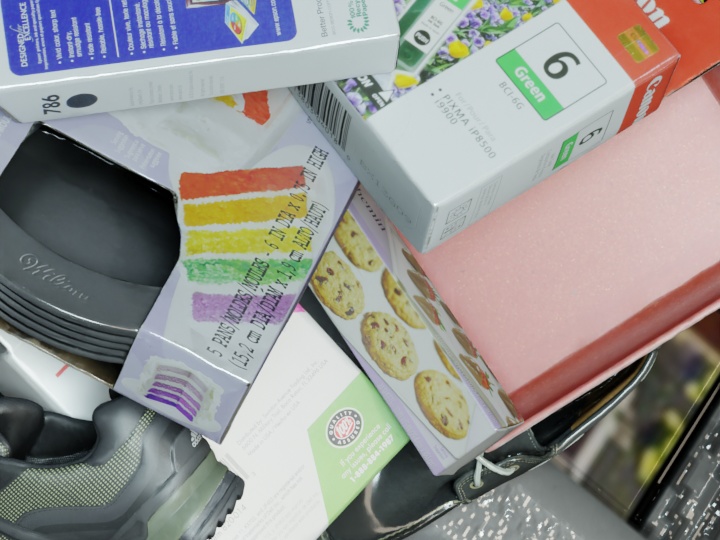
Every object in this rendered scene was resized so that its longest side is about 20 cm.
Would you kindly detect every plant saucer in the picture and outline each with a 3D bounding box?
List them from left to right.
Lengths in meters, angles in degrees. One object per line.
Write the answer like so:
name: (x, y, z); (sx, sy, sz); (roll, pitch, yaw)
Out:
plant saucer: (0.086, -0.050, 1.330); (0.200, 0.037, 0.200); (-33, 86, 9)

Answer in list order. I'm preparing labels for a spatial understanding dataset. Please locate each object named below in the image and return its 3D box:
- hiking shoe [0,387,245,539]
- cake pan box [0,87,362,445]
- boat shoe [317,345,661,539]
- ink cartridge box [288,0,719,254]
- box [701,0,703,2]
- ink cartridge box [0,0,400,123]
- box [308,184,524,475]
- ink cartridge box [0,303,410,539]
hiking shoe: (-0.149, 0.105, 1.235); (0.200, 0.076, 0.101); (-29, 98, 20)
cake pan box: (-0.101, -0.041, 1.207); (0.184, 0.052, 0.200); (27, 47, 1)
boat shoe: (0.055, 0.073, 1.373); (0.200, 0.068, 0.072); (-31, 107, -17)
ink cartridge box: (0.075, -0.104, 1.235); (0.200, 0.050, 0.109); (-32, 72, -19)
box: (0.114, -0.095, 1.402); (0.122, 0.048, 0.200); (-17, 101, -24)
ink cartridge box: (-0.089, -0.118, 1.178); (0.200, 0.039, 0.100); (-7, 68, -7)
box: (0.000, 0.000, 1.302); (0.041, 0.039, 0.200); (-37, 80, 20)
ink cartridge box: (-0.088, 0.042, 1.289); (0.117, 0.067, 0.200); (-45, 101, -18)
